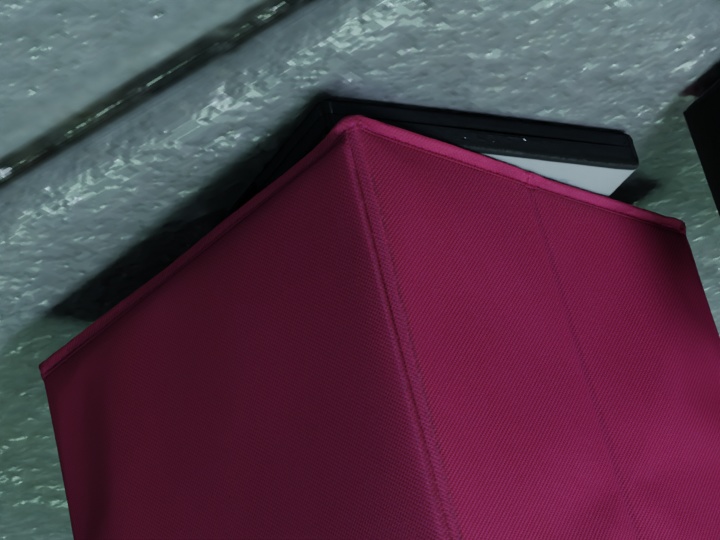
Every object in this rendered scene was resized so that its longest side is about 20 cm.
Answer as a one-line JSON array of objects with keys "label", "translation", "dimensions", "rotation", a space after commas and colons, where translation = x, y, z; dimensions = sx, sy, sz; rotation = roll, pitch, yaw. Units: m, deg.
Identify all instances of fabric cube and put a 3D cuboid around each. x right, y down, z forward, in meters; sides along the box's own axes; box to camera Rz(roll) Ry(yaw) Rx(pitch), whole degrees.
[{"label": "fabric cube", "translation": [0.023, 0.092, 0.974], "dimensions": [0.199, 0.201, 0.196], "rotation": [14, 141, -42]}]

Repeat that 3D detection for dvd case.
[{"label": "dvd case", "translation": [0.000, 0.000, 1.025], "dimensions": [0.142, 0.018, 0.200], "rotation": [4, 147, -32]}]

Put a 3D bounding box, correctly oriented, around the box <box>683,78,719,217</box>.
[{"label": "box", "translation": [0.248, -0.021, 0.964], "dimensions": [0.199, 0.149, 0.124], "rotation": [9, 142, -36]}]
